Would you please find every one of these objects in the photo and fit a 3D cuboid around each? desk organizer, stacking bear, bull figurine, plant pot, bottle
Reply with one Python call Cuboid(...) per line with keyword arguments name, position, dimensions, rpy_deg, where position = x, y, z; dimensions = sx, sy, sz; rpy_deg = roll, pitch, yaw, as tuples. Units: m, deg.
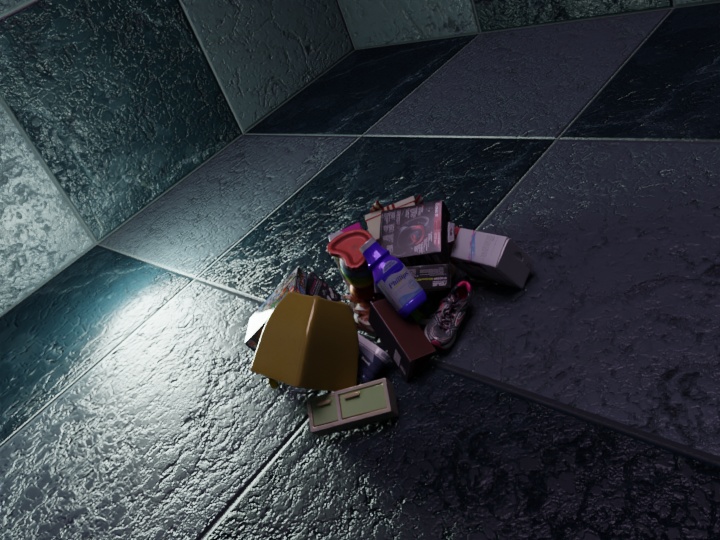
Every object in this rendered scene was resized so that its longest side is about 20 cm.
Cuboid(name="desk organizer", position=(0.098, 0.157, 1.598), dimensions=(0.075, 0.073, 0.202), rpy_deg=(-16, 49, -22))
Cuboid(name="stacking bear", position=(0.000, 0.000, 1.731), dimensions=(0.113, 0.203, 0.120), rpy_deg=(-41, 54, -21))
Cuboid(name="bull figurine", position=(0.008, 0.121, 1.752), dimensions=(0.067, 0.118, 0.200), rpy_deg=(-68, 23, 10))
Cuboid(name="plant pot", position=(-0.118, 0.162, 1.550), dimensions=(0.191, 0.192, 0.207), rpy_deg=(7, 85, 46))
Cuboid(name="bottle", position=(0.075, 0.013, 1.591), dimensions=(0.083, 0.202, 0.065), rpy_deg=(-34, -7, -20))

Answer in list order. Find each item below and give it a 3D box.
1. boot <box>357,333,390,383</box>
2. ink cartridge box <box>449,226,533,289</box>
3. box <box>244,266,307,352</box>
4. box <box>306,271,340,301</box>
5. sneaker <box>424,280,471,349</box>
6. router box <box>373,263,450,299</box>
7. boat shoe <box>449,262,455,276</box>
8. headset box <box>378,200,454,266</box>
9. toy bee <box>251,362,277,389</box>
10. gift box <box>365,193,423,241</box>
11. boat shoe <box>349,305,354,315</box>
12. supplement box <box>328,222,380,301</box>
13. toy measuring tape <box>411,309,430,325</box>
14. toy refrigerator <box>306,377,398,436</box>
Cuboid(name="boot", position=(-0.006, 0.216, 1.648), dimensions=(0.091, 0.072, 0.199), rpy_deg=(-53, 24, -8))
Cuboid(name="ink cartridge box", position=(0.320, -0.036, 1.686), dimensions=(0.197, 0.146, 0.088), rpy_deg=(19, 82, 49))
Cuboid(name="box", position=(-0.216, 0.098, 1.690), dimensions=(0.200, 0.037, 0.137), rpy_deg=(-45, 19, 16))
Cuboid(name="box", position=(-0.163, 0.124, 1.774), dimensions=(0.199, 0.114, 0.134), rpy_deg=(-41, 19, 35))
Cuboid(name="sneaker", position=(0.215, 0.106, 1.609), dimensions=(0.079, 0.076, 0.202), rpy_deg=(24, 50, 9))
Cuboid(name="router box", position=(0.138, 0.031, 1.696), dimensions=(0.193, 0.064, 0.150), rpy_deg=(-4, -10, 9))
Cuboid(name="boat shoe", position=(0.168, 0.024, 1.801), dimensions=(0.196, 0.066, 0.072), rpy_deg=(-28, 30, -3))
Cuboid(name="headset box", position=(0.148, -0.087, 1.696), dimensions=(0.194, 0.075, 0.153), rpy_deg=(-9, 61, 25))
Cuboid(name="toy bee", position=(-0.242, 0.230, 1.712), dimensions=(0.107, 0.202, 0.132), rpy_deg=(-19, 62, -41))
Cuboid(name="gift box", position=(0.118, -0.106, 1.911), dimensions=(0.179, 0.205, 0.188), rpy_deg=(-16, 30, 5))
Cuboid(name="boat shoe", position=(-0.054, 0.189, 1.657), dimensions=(0.072, 0.062, 0.208), rpy_deg=(-1, 81, 45))
Cuboid(name="supplement box", position=(-0.007, -0.013, 1.854), dimensions=(0.099, 0.204, 0.104), rpy_deg=(-22, 30, 5))
Cuboid(name="toy measuring tape", position=(0.141, 0.108, 1.694), dimensions=(0.195, 0.075, 0.074), rpy_deg=(2, 39, 38))
Cuboid(name="toy refrigerator", position=(-0.020, 0.309, 1.485), dimensions=(0.194, 0.070, 0.078), rpy_deg=(-17, 64, 15))
